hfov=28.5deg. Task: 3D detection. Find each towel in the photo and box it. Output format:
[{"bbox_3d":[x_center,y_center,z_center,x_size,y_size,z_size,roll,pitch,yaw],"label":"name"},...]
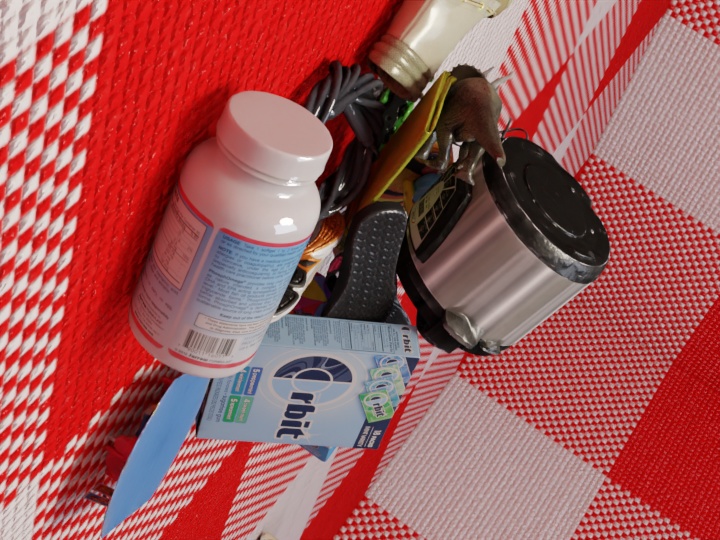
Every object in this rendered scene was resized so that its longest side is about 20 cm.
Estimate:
[{"bbox_3d":[0.031,-0.100,1.341,0.200,0.018,0.087,-50,-163,50],"label":"towel"}]

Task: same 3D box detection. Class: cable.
[{"bbox_3d":[-0.034,-0.110,1.271,0.165,0.050,0.200,-66,161,12],"label":"cable"}]

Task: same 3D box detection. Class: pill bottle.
[{"bbox_3d":[-0.095,-0.027,1.055,0.109,0.108,0.201,-40,161,-58],"label":"pill bottle"}]

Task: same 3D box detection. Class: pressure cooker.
[{"bbox_3d":[0.129,-0.012,1.433,0.200,0.180,0.175,-41,156,31],"label":"pressure cooker"}]

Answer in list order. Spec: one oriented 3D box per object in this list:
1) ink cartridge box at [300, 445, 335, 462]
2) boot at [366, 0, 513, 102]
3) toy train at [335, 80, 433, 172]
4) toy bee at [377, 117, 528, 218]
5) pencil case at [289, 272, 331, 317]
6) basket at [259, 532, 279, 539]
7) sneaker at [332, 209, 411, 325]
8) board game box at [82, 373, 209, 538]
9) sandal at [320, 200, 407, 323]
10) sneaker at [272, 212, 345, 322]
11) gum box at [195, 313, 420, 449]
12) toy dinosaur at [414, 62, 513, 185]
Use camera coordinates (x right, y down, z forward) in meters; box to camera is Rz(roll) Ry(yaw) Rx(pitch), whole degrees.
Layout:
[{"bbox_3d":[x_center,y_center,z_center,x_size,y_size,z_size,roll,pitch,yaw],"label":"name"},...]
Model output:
[{"bbox_3d":[-0.055,0.128,1.674,0.067,0.115,0.201,-49,167,-33],"label":"ink cartridge box"},{"bbox_3d":[0.076,-0.234,1.352,0.156,0.072,0.200,-57,169,5],"label":"boot"},{"bbox_3d":[0.033,-0.161,1.452,0.201,0.041,0.056,-60,180,13],"label":"toy train"},{"bbox_3d":[0.062,-0.127,1.526,0.200,0.132,0.108,-44,133,18],"label":"toy bee"},{"bbox_3d":[-0.082,0.090,1.517,0.088,0.088,0.201,-43,164,-52],"label":"pencil case"},{"bbox_3d":[-0.125,0.570,2.441,0.162,0.197,0.200,-59,170,-12],"label":"basket"},{"bbox_3d":[0.007,0.016,1.561,0.116,0.075,0.202,-107,-170,-48],"label":"sneaker"},{"bbox_3d":[-0.198,0.150,1.299,0.160,0.039,0.200,-65,174,11],"label":"board game box"},{"bbox_3d":[0.000,0.000,1.396,0.074,0.045,0.201,-8,137,-26],"label":"sandal"},{"bbox_3d":[-0.084,0.015,1.335,0.200,0.075,0.092,-46,169,-45],"label":"sneaker"},{"bbox_3d":[-0.057,0.113,1.436,0.171,0.197,0.045,111,-20,-47],"label":"gum box"},{"bbox_3d":[0.097,-0.140,1.308,0.200,0.076,0.104,-87,-165,-78],"label":"toy dinosaur"}]
